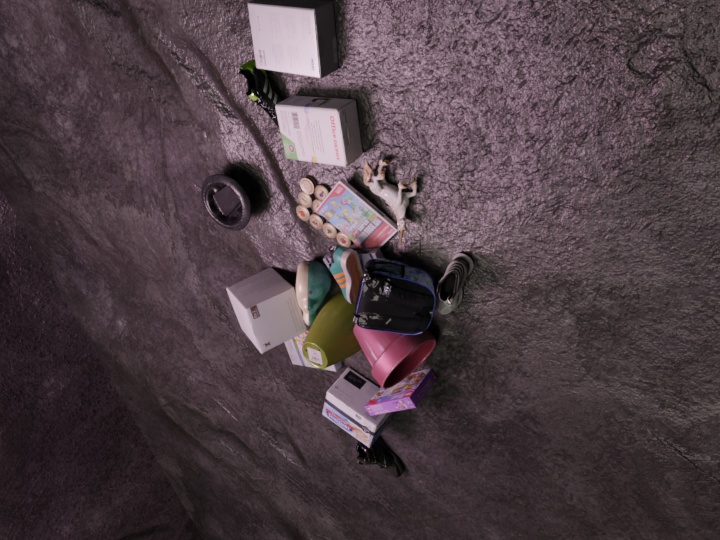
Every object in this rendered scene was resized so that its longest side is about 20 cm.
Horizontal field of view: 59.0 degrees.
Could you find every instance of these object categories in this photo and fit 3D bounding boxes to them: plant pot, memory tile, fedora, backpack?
[{"bbox_3d":[0.082,0.197,1.780,0.179,0.199,0.201,48,140,23],"label":"plant pot"},{"bbox_3d":[-0.094,-0.162,1.773,0.199,0.017,0.154,33,135,16],"label":"memory tile"},{"bbox_3d":[-0.076,0.195,1.883,0.186,0.200,0.188,21,131,26],"label":"plant pot"},{"bbox_3d":[-0.382,-0.217,1.910,0.199,0.092,0.202,21,131,26],"label":"fedora"},{"bbox_3d":[0.094,0.064,1.665,0.198,0.147,0.184,12,120,-2],"label":"backpack"}]

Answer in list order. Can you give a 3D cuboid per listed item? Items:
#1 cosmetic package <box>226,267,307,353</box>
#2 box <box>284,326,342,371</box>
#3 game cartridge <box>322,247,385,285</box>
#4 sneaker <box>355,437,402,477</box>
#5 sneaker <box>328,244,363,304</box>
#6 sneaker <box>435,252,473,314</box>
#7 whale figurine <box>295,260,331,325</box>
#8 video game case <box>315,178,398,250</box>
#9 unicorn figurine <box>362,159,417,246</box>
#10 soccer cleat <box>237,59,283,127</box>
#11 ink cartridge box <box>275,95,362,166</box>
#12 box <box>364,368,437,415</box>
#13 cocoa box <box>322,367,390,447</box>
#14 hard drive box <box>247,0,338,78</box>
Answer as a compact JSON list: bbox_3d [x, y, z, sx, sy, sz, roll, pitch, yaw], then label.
[{"bbox_3d":[-0.292,0.120,1.979,0.200,0.164,0.166,34,145,55],"label":"cosmetic package"},{"bbox_3d":[-0.167,0.252,2.116,0.199,0.041,0.157,3,121,36],"label":"box"},{"bbox_3d":[0.000,0.000,1.788,0.199,0.039,0.130,-5,131,41],"label":"game cartridge"},{"bbox_3d":[0.056,0.649,2.172,0.200,0.114,0.076,52,139,-7],"label":"sneaker"},{"bbox_3d":[-0.042,0.006,1.753,0.080,0.071,0.201,28,145,31],"label":"sneaker"},{"bbox_3d":[0.213,0.055,1.609,0.075,0.115,0.201,31,135,17],"label":"sneaker"},{"bbox_3d":[-0.137,0.066,1.897,0.103,0.160,0.201,-1,122,-1],"label":"whale figurine"},{"bbox_3d":[-0.010,-0.138,1.695,0.200,0.017,0.143,40,138,-6],"label":"video game case"},{"bbox_3d":[0.082,-0.185,1.583,0.200,0.074,0.138,51,149,18],"label":"unicorn figurine"},{"bbox_3d":[-0.247,-0.443,1.643,0.067,0.081,0.201,-18,108,45],"label":"soccer cleat"},{"bbox_3d":[-0.102,-0.351,1.591,0.199,0.084,0.146,13,128,32],"label":"ink cartridge box"},{"bbox_3d":[0.119,0.363,1.894,0.199,0.137,0.039,-24,104,46],"label":"box"},{"bbox_3d":[-0.004,0.441,2.052,0.199,0.133,0.132,31,136,18],"label":"cocoa box"},{"bbox_3d":[-0.158,-0.550,1.498,0.199,0.077,0.157,19,130,28],"label":"hard drive box"}]
